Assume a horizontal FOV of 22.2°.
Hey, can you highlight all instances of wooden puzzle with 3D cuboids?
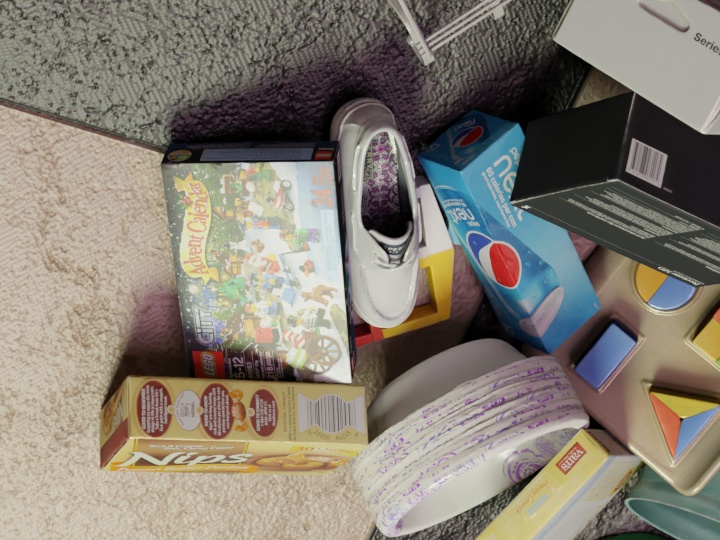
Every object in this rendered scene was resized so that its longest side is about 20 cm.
[{"bbox_3d":[0.262,0.063,1.562,0.200,0.046,0.186,41,101,11],"label":"wooden puzzle"}]

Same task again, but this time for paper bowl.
[{"bbox_3d":[0.084,0.132,1.538,0.199,0.105,0.201,-25,162,-9],"label":"paper bowl"}]

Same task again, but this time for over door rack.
[{"bbox_3d":[0.070,-0.264,1.374,0.147,0.067,0.200,-33,143,-1],"label":"over door rack"}]

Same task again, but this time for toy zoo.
[{"bbox_3d":[0.000,0.000,1.522,0.198,0.020,0.132,-16,120,-11],"label":"toy zoo"}]

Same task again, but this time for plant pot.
[{"bbox_3d":[0.357,0.187,1.659,0.200,0.200,0.135,31,77,-29],"label":"plant pot"}]

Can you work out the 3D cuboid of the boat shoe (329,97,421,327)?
[{"bbox_3d":[0.019,-0.036,1.457,0.071,0.069,0.202,-8,118,-15],"label":"boat shoe"}]

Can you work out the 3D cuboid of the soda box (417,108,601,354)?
[{"bbox_3d":[0.125,-0.030,1.516,0.068,0.064,0.201,-40,123,-18],"label":"soda box"}]

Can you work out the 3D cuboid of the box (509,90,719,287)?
[{"bbox_3d":[0.240,-0.059,1.434,0.199,0.141,0.080,22,72,-27],"label":"box"}]

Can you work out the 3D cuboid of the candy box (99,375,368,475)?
[{"bbox_3d":[-0.104,0.128,1.493,0.198,0.056,0.115,4,160,-19],"label":"candy box"}]

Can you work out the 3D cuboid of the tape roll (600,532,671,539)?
[{"bbox_3d":[0.252,0.350,1.774,0.198,0.048,0.202,-8,118,-15],"label":"tape roll"}]

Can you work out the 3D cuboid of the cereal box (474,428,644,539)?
[{"bbox_3d":[0.178,0.202,1.609,0.144,0.040,0.200,-48,162,8],"label":"cereal box"}]

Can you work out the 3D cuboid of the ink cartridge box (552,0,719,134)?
[{"bbox_3d":[0.252,-0.172,1.394,0.200,0.146,0.084,-5,127,-62],"label":"ink cartridge box"}]

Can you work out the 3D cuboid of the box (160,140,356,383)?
[{"bbox_3d":[-0.078,-0.004,1.451,0.135,0.038,0.202,-1,120,7],"label":"box"}]
